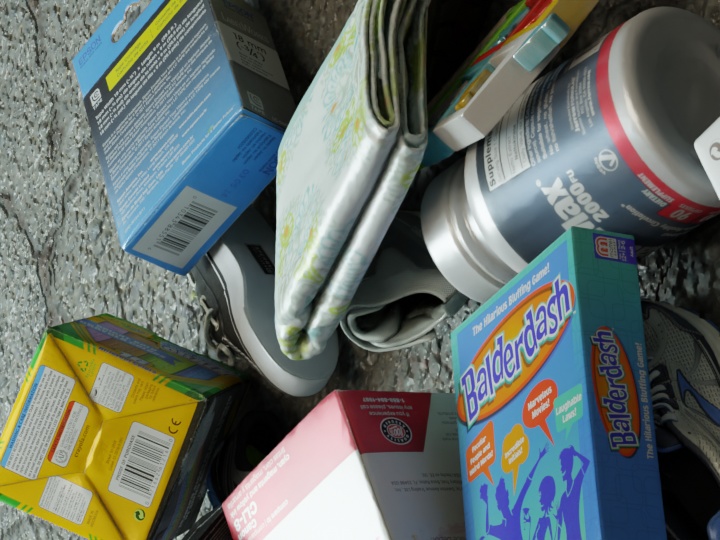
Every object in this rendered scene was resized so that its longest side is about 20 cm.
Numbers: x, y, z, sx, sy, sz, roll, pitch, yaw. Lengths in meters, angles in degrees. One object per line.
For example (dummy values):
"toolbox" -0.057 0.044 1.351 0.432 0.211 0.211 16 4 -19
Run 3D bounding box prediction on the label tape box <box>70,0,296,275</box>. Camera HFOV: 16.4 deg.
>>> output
"label tape box" -0.123 -0.120 1.755 0.144 0.063 0.201 -46 41 26

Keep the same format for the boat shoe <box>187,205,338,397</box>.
"boat shoe" -0.078 0.031 1.729 0.200 0.073 0.068 55 130 41

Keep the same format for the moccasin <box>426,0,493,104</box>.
"moccasin" 0.047 -0.180 1.606 0.078 0.073 0.202 30 119 40

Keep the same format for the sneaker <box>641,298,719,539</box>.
"sneaker" 0.176 0.089 1.400 0.077 0.085 0.200 -56 46 30

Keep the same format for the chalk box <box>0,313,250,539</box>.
"chalk box" -0.162 0.110 1.742 0.123 0.200 0.125 23 95 7

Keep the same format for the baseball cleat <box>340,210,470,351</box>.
"baseball cleat" 0.000 0.000 1.612 0.200 0.106 0.070 -1 129 51

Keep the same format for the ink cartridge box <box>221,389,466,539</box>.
"ink cartridge box" 0.034 0.194 1.516 0.145 0.145 0.201 -46 53 38

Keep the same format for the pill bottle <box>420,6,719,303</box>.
"pill bottle" 0.131 -0.057 1.445 0.200 0.119 0.120 -33 62 45

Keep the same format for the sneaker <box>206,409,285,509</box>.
"sneaker" -0.044 0.168 1.673 0.200 0.070 0.083 52 131 44

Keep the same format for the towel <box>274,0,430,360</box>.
"towel" -0.010 -0.070 1.538 0.172 0.048 0.200 -86 17 -46

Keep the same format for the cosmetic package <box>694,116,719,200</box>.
"cosmetic package" 0.278 -0.093 1.283 0.200 0.101 0.072 -47 53 38

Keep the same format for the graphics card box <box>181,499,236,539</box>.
"graphics card box" -0.054 0.254 1.560 0.200 0.126 0.051 48 135 -7

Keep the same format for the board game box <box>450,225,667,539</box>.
"board game box" 0.108 0.098 1.396 0.152 0.045 0.201 134 139 -54

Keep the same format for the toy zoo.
"toy zoo" 0.086 -0.121 1.466 0.131 0.020 0.200 -50 7 -15
